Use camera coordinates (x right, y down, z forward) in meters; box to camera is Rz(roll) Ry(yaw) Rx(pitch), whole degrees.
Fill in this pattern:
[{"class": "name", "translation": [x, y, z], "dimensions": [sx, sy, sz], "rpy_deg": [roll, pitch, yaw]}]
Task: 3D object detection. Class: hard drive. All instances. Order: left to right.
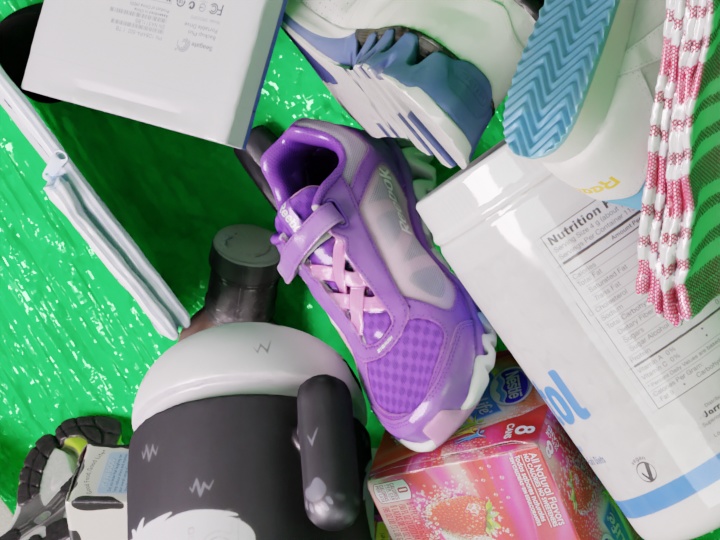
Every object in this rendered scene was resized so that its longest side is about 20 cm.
[{"class": "hard drive", "translation": [-0.085, -0.170, 1.325], "dimensions": [0.132, 0.025, 0.200], "rpy_deg": [16, 91, 33]}]

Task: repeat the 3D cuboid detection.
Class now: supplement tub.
[{"class": "supplement tub", "translation": [0.133, 0.015, 1.268], "dimensions": [0.132, 0.132, 0.200], "rpy_deg": [-35, 91, 43]}]

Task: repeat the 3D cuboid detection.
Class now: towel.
[{"class": "towel", "translation": [0.183, -0.084, 1.164], "dimensions": [0.030, 0.146, 0.200], "rpy_deg": [29, 129, 37]}]

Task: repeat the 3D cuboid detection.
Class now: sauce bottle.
[{"class": "sauce bottle", "translation": [-0.074, 0.067, 1.495], "dimensions": [0.065, 0.065, 0.200], "rpy_deg": [28, 129, 21]}]

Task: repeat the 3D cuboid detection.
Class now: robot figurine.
[{"class": "robot figurine", "translation": [-0.052, 0.124, 1.340], "dimensions": [0.150, 0.200, 0.125], "rpy_deg": [-13, 151, 19]}]

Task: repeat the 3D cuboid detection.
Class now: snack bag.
[{"class": "snack bag", "translation": [-0.156, -0.046, 1.436], "dimensions": [0.200, 0.021, 0.189], "rpy_deg": [53, 176, -4]}]

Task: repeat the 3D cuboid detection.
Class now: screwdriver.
[{"class": "screwdriver", "translation": [0.003, 0.004, 1.425], "dimensions": [0.200, 0.028, 0.029], "rpy_deg": [49, 161, 7]}]

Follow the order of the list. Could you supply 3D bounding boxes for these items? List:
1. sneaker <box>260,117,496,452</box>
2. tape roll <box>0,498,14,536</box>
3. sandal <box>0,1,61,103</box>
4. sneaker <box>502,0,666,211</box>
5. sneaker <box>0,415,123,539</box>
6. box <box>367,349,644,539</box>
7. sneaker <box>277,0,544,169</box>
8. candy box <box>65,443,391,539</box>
[{"class": "sneaker", "translation": [0.000, 0.000, 1.318], "dimensions": [0.080, 0.088, 0.200], "rpy_deg": [-42, 45, 26]}, {"class": "tape roll", "translation": [-0.242, 0.197, 1.669], "dimensions": [0.203, 0.037, 0.203], "rpy_deg": [38, 144, 34]}, {"class": "sandal", "translation": [-0.130, -0.122, 1.439], "dimensions": [0.200, 0.045, 0.075], "rpy_deg": [-16, 112, 42]}, {"class": "sneaker", "translation": [0.136, -0.124, 1.186], "dimensions": [0.081, 0.200, 0.077], "rpy_deg": [30, 173, -30]}, {"class": "sneaker", "translation": [-0.168, 0.175, 1.548], "dimensions": [0.074, 0.200, 0.081], "rpy_deg": [-7, 127, 29]}, {"class": "box", "translation": [0.089, 0.147, 1.360], "dimensions": [0.095, 0.100, 0.200], "rpy_deg": [-13, 117, 23]}, {"class": "sneaker", "translation": [0.039, -0.121, 1.293], "dimensions": [0.081, 0.115, 0.199], "rpy_deg": [52, 171, -29]}, {"class": "candy box", "translation": [-0.052, 0.166, 1.482], "dimensions": [0.200, 0.061, 0.136], "rpy_deg": [0, 119, 6]}]
